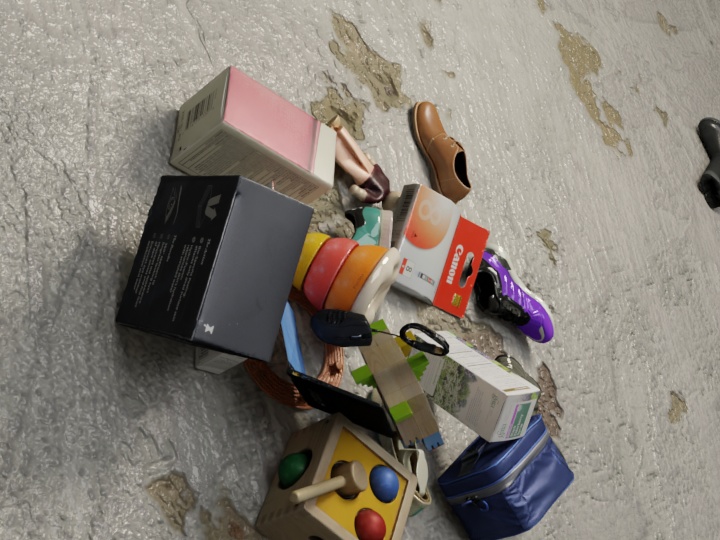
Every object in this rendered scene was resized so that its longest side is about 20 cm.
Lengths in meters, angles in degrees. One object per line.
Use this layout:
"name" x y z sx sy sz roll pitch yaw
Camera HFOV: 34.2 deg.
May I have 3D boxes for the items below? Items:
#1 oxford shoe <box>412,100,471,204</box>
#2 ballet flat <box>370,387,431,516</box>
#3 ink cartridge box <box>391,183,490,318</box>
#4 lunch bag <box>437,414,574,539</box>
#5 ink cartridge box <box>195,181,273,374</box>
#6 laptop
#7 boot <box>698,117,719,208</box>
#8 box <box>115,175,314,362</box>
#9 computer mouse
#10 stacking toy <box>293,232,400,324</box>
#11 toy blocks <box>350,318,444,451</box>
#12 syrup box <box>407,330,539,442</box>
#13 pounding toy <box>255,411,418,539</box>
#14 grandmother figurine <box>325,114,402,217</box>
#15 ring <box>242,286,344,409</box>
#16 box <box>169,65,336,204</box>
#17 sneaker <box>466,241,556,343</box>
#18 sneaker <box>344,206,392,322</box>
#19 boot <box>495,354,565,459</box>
"oxford shoe" 0.148 -0.213 2.039 0.071 0.071 0.201 -4 69 -46
"ballet flat" 0.065 0.251 1.684 0.067 0.062 0.201 8 62 -44
"ink cartridge box" 0.129 -0.027 1.878 0.199 0.050 0.163 25 78 -31
"lunch bag" 0.208 0.305 1.743 0.200 0.136 0.133 -33 95 -50
"ink cartridge box" -0.148 0.011 1.512 0.045 0.176 0.201 20 55 -37
"laptop" -0.035 0.114 1.522 0.199 0.187 0.116 20 75 13
"boot" 0.845 -0.260 2.809 0.165 0.066 0.200 51 45 -9
"box" -0.179 -0.005 1.423 0.117 0.200 0.198 22 81 -36
"computer mouse" 0.022 0.090 1.566 0.034 0.199 0.059 -57 147 -47
"stacking toy" -0.055 -0.009 1.660 0.199 0.146 0.146 31 41 8
"toy blocks" 0.060 0.179 1.606 0.200 0.100 0.137 -119 -175 -55
"syrup box" 0.160 0.168 1.729 0.081 0.079 0.200 -2 25 -44
"pounding toy" -0.033 0.290 1.496 0.200 0.142 0.185 43 43 -21
"grandmother figurine" 0.010 -0.150 1.864 0.200 0.060 0.121 45 42 -16
"ring" -0.095 0.096 1.641 0.200 0.019 0.201 25 52 -36
"box" -0.149 -0.175 1.658 0.200 0.128 0.109 29 48 -33
"sneaker" 0.246 0.057 1.991 0.200 0.070 0.099 52 47 -4
"sneaker" 0.000 0.000 1.768 0.079 0.071 0.201 8 70 -4
"boot" 0.282 0.236 1.923 0.200 0.068 0.131 51 35 -14
